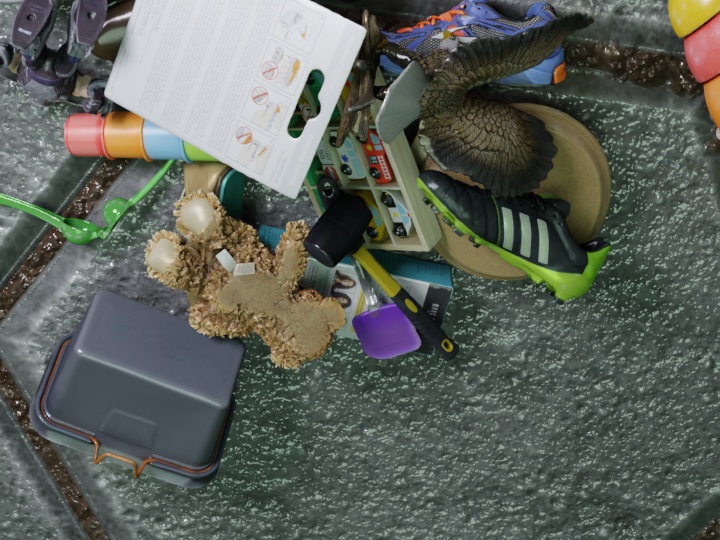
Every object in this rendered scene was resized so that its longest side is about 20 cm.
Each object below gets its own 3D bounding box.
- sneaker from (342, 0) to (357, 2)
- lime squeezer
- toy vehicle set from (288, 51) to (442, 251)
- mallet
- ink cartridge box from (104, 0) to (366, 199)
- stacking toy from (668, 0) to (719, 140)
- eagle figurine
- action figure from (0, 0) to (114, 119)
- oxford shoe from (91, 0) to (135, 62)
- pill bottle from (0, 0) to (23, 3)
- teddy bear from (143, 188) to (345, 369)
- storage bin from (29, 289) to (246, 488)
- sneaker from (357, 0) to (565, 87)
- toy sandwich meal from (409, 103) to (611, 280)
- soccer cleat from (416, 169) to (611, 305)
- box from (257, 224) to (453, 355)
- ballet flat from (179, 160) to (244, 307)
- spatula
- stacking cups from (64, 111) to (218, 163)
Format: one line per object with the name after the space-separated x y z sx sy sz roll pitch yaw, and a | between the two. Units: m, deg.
-0.082 -0.284 1.187 0.199 0.073 0.082 30 126 -5 | sneaker
-0.256 -0.065 1.328 0.199 0.038 0.071 -14 87 9 | lime squeezer
-0.010 -0.110 1.259 0.124 0.027 0.201 3 126 42 | toy vehicle set
0.021 0.022 1.278 0.066 0.041 0.200 -43 114 -18 | mallet
-0.103 -0.177 1.144 0.199 0.047 0.161 29 111 11 | ink cartridge box
0.317 -0.224 1.187 0.146 0.146 0.200 -41 95 21 | stacking toy
0.090 -0.154 1.136 0.198 0.152 0.152 11 75 -5 | eagle figurine
-0.275 -0.182 1.197 0.129 0.070 0.200 9 163 -15 | action figure
-0.154 -0.211 1.213 0.198 0.085 0.073 -3 120 5 | oxford shoe
-0.291 -0.335 1.133 0.109 0.110 0.201 -11 118 7 | pill bottle
-0.108 0.007 1.286 0.199 0.067 0.146 19 101 -12 | teddy bear
-0.212 0.115 1.333 0.199 0.146 0.135 21 140 -8 | storage bin
0.088 -0.211 1.224 0.198 0.075 0.079 2 106 -6 | sneaker
0.136 -0.082 1.290 0.203 0.070 0.206 -1 121 -1 | toy sandwich meal
0.139 -0.047 1.239 0.199 0.068 0.081 32 97 -20 | soccer cleat
-0.013 0.019 1.354 0.198 0.049 0.083 13 118 -6 | box
-0.149 -0.025 1.336 0.063 0.069 0.201 19 119 23 | ballet flat
0.000 0.000 1.304 0.056 0.021 0.201 -19 109 10 | spatula
-0.176 -0.131 1.264 0.198 0.061 0.061 4 119 12 | stacking cups
